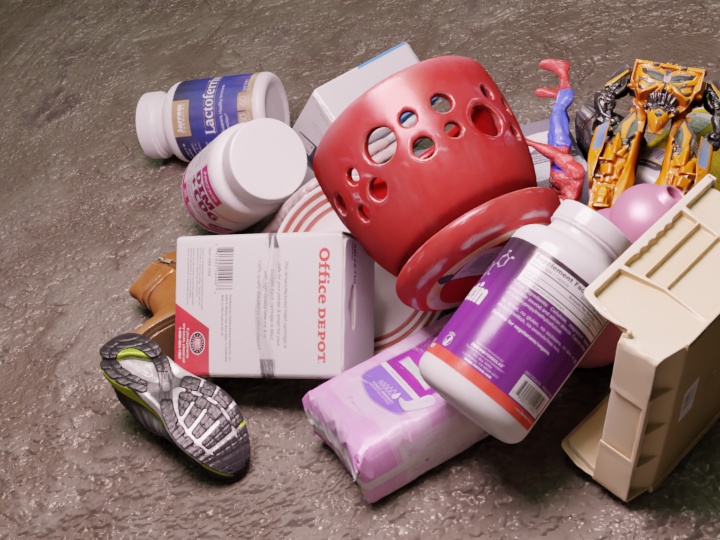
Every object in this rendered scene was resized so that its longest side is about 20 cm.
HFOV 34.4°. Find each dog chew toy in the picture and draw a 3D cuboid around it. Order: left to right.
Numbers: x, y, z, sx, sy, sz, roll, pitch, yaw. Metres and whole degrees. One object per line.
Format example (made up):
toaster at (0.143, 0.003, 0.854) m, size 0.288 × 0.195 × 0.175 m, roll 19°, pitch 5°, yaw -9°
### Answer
dog chew toy at (0.240, -0.001, 1.101) m, size 0.124 × 0.201 × 0.125 m, roll 20°, pitch 38°, yaw -16°

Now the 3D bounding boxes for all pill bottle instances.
pill bottle at (-0.209, -0.213, 1.646) m, size 0.198 × 0.117 × 0.116 m, roll -4°, pitch 36°, yaw 18°
pill bottle at (-0.141, -0.114, 1.410) m, size 0.113 × 0.114 × 0.200 m, roll -32°, pitch 5°, yaw -23°
pill bottle at (0.147, 0.041, 1.005) m, size 0.201 × 0.112 × 0.112 m, roll -53°, pitch 43°, yaw -5°
pill bottle at (0.368, -0.108, 1.275) m, size 0.199 × 0.115 × 0.114 m, roll -35°, pitch 39°, yaw -26°

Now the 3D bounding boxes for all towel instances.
towel at (-0.025, -0.101, 1.388) m, size 0.190 × 0.032 × 0.200 m, roll -34°, pitch -3°, yaw -25°

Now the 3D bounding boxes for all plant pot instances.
plant pot at (0.077, -0.072, 1.116) m, size 0.199 × 0.201 × 0.184 m, roll -24°, pitch 70°, yaw -12°

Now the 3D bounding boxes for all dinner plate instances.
dinner plate at (0.000, 0.000, 1.244) m, size 0.198 × 0.202 × 0.024 m, roll -6°, pitch -7°, yaw 13°

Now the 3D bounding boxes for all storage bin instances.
storage bin at (0.264, 0.063, 0.991) m, size 0.093 × 0.201 × 0.198 m, roll 34°, pitch 56°, yaw 30°

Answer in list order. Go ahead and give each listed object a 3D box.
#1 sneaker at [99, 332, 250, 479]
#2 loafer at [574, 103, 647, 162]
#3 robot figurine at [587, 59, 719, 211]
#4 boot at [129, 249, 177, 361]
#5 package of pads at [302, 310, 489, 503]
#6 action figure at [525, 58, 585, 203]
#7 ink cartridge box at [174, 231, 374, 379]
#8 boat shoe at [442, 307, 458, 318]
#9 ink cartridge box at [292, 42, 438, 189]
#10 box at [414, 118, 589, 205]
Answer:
sneaker at (-0.182, 0.144, 1.179) m, size 0.074 × 0.081 × 0.200 m, roll -38°, pitch 60°, yaw -25°
loafer at (0.279, -0.146, 1.318) m, size 0.073 × 0.200 × 0.072 m, roll -41°, pitch 80°, yaw 3°
robot figurine at (0.297, -0.131, 1.175) m, size 0.144 × 0.058 × 0.202 m, roll 11°, pitch 68°, yaw 16°
boot at (-0.222, 0.043, 1.335) m, size 0.154 × 0.074 × 0.199 m, roll 20°, pitch 36°, yaw 39°
package of pads at (0.057, 0.125, 1.106) m, size 0.199 × 0.076 × 0.121 m, roll -27°, pitch 40°, yaw -16°
action figure at (0.183, -0.131, 1.222) m, size 0.098 × 0.066 × 0.201 m, roll -3°, pitch 52°, yaw 0°
ink cartridge box at (-0.087, 0.038, 1.202) m, size 0.198 × 0.146 × 0.084 m, roll -1°, pitch -4°, yaw 26°
boat shoe at (0.174, 0.009, 1.223) m, size 0.198 × 0.074 × 0.075 m, roll -23°, pitch 35°, yaw -10°
ink cartridge box at (-0.007, -0.179, 1.453) m, size 0.144 × 0.084 × 0.200 m, roll -33°, pitch -5°, yaw -23°
box at (0.154, -0.078, 1.315) m, size 0.198 × 0.116 × 0.133 m, roll -14°, pitch 34°, yaw 3°
